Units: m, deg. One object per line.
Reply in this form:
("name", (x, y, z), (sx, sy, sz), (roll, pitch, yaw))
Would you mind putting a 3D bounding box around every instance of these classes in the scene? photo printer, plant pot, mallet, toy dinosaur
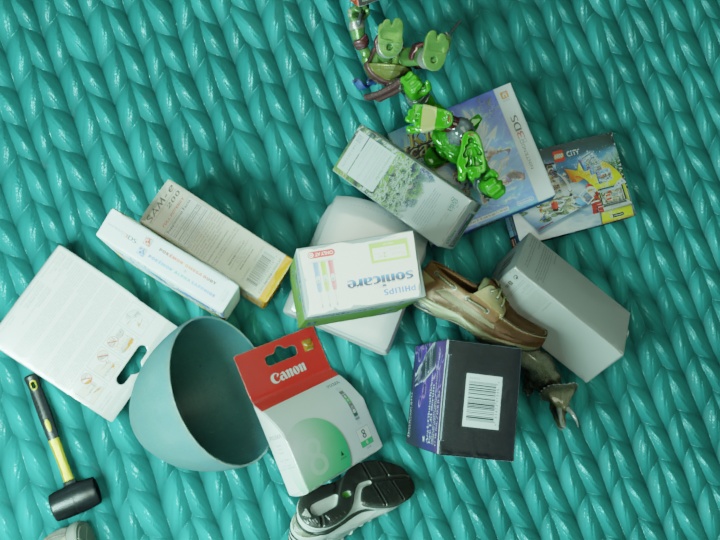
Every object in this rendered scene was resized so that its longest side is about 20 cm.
("photo printer", (0.000, 0.000, 1.194), (0.165, 0.069, 0.201), (24, 79, -5))
("plant pot", (-0.225, 0.178, 1.090), (0.134, 0.200, 0.201), (-26, 86, 27))
("mallet", (-0.422, 0.240, 1.113), (0.066, 0.041, 0.201), (-29, 84, -15))
("toy dinosaur", (0.249, 0.134, 1.199), (0.077, 0.102, 0.200), (-39, 90, -12))

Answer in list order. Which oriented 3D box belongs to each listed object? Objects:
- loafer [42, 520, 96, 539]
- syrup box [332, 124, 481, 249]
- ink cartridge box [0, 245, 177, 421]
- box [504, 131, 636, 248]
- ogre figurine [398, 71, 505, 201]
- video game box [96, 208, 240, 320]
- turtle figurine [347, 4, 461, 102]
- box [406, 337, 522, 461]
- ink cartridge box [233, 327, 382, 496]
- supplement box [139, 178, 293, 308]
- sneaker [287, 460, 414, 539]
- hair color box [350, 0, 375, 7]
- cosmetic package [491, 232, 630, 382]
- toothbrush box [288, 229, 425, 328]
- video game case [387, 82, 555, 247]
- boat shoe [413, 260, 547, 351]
("loafer", (-0.365, 0.436, 1.084), (0.062, 0.072, 0.202), (-21, 79, 6))
("syrup box", (0.067, -0.118, 1.172), (0.199, 0.081, 0.079), (37, 101, 16))
("ink cartridge box", (-0.379, 0.087, 1.139), (0.199, 0.047, 0.161), (36, 78, -8))
("box", (0.314, -0.125, 1.277), (0.198, 0.038, 0.138), (-14, 85, -11))
("ogre figurine", (0.131, -0.182, 1.148), (0.199, 0.120, 0.099), (32, 98, 7))
("video game box", (-0.246, -0.001, 1.089), (0.182, 0.200, 0.047), (34, 80, -3))
("turtle figurine", (0.059, -0.345, 1.174), (0.200, 0.194, 0.144), (-44, 108, 0))
("box", (0.136, 0.176, 1.125), (0.103, 0.200, 0.149), (7, 80, -8))
("ink cartridge box", (-0.068, 0.183, 1.129), (0.160, 0.050, 0.202), (-19, 86, -48))
("supplement box", (-0.197, -0.032, 1.139), (0.199, 0.126, 0.074), (33, 80, -3))
("sneaker", (-0.021, 0.338, 1.151), (0.199, 0.116, 0.076), (-8, 49, -38))
("hair color box", (0.005, -0.453, 1.196), (0.110, 0.200, 0.064), (-22, 129, -11))
("cosmetic package", (0.289, 0.053, 1.204), (0.200, 0.085, 0.108), (40, 39, -2))
("toothbrush box", (-0.011, 0.016, 1.052), (0.144, 0.200, 0.087), (-9, 85, -8))
("video game case", (0.164, -0.156, 1.228), (0.199, 0.045, 0.183), (-22, 84, 5))
("boat shoe", (0.168, 0.048, 1.146), (0.199, 0.076, 0.074), (23, 107, 4))
